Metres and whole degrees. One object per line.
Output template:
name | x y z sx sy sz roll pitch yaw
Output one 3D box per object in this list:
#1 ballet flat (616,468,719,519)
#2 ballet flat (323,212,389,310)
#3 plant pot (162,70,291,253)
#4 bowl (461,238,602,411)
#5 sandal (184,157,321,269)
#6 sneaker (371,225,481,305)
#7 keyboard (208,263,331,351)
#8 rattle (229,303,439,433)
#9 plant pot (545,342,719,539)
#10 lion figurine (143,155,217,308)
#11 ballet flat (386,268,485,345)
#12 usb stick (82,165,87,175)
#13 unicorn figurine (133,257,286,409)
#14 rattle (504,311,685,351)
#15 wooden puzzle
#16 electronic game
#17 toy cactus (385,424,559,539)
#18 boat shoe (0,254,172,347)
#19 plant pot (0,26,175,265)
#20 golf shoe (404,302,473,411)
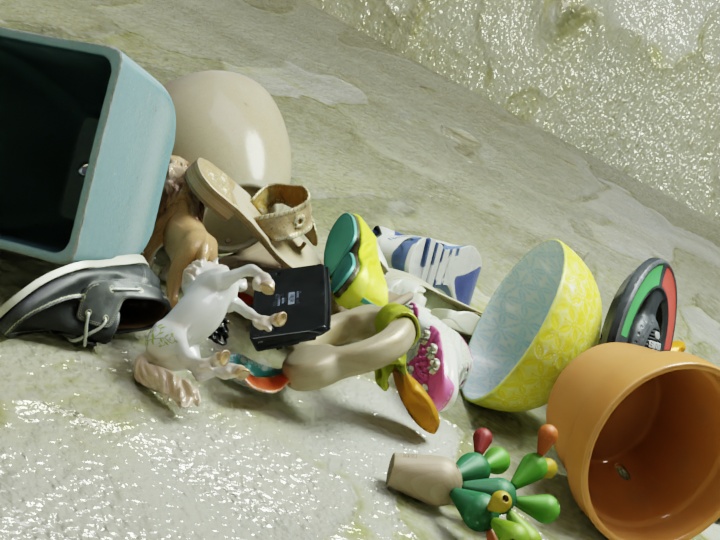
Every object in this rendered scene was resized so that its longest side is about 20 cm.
ballet flat | 0.352 0.227 1.818 0.198 0.047 0.067 21 16 -16
ballet flat | 0.000 0.000 1.747 0.067 0.067 0.200 33 15 -14
plant pot | -0.155 -0.096 1.787 0.199 0.201 0.135 13 31 -38
bowl | 0.207 0.078 1.798 0.107 0.201 0.200 29 15 -14
sandal | -0.085 -0.064 1.699 0.211 0.069 0.078 36 24 -39
sneaker | 0.064 -0.013 2.029 0.114 0.081 0.199 18 -2 31
keyboard | -0.090 0.038 1.602 0.126 0.021 0.200 -7 17 1
rattle | -0.028 0.120 1.580 0.129 0.144 0.199 23 39 37
plant pot | 0.278 0.160 1.658 0.198 0.202 0.140 17 12 -28
lion figurine | -0.176 -0.026 1.645 0.072 0.123 0.200 13 21 -37
ballet flat | 0.080 0.046 1.898 0.198 0.070 0.070 23 17 -10
usb stick | -0.314 -0.087 1.778 0.055 0.033 0.200 29 16 13
unicorn figurine | -0.134 0.039 1.487 0.136 0.075 0.200 11 36 38
rattle | 0.265 0.069 1.933 0.200 0.143 0.130 42 -2 15
wooden puzzle | -0.061 0.027 1.775 0.198 0.047 0.185 20 16 16
electronic game | 0.305 0.085 1.797 0.041 0.202 0.199 14 9 28
toy cactus | 0.108 0.195 1.493 0.163 0.103 0.201 14 26 -6
boat shoe | -0.244 0.033 1.464 0.199 0.072 0.068 -12 65 -57
plant pot | -0.280 -0.105 1.565 0.195 0.198 0.200 13 -3 23
golf shoe | 0.090 0.099 1.767 0.091 0.076 0.200 25 17 -17
